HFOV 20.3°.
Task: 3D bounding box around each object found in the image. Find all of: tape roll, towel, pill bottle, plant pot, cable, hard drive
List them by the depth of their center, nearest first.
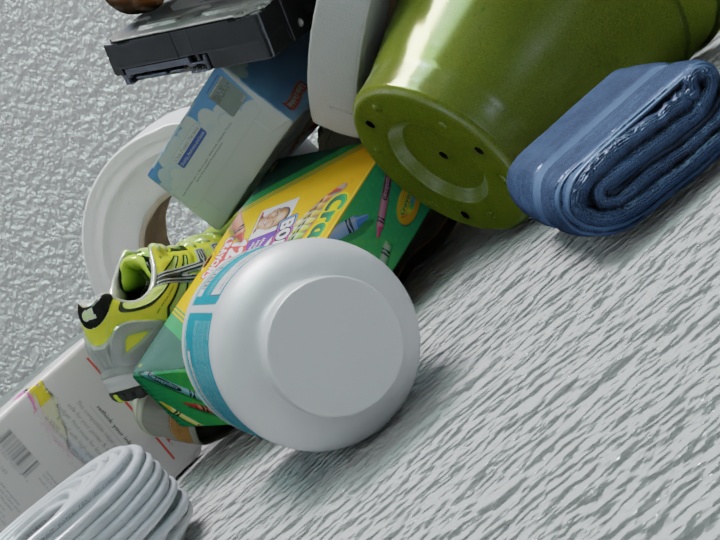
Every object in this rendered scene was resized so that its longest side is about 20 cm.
[{"bbox_3d":[0.138,-0.062,1.064,0.112,0.049,0.200,-40,7,0],"label":"towel"},{"bbox_3d":[-0.032,0.039,1.078,0.111,0.111,0.200,-41,7,-9],"label":"pill bottle"},{"bbox_3d":[-0.188,0.184,1.172,0.200,0.069,0.200,-33,10,48],"label":"cable"},{"bbox_3d":[0.097,-0.137,1.267,0.193,0.200,0.200,-54,12,-23],"label":"plant pot"},{"bbox_3d":[0.019,-0.184,1.327,0.203,0.037,0.204,19,-90,-77],"label":"tape roll"},{"bbox_3d":[-0.067,-0.192,1.387,0.139,0.038,0.200,-6,26,37],"label":"hard drive"},{"bbox_3d":[-0.112,-0.025,1.560,0.202,0.203,0.071,-38,8,19],"label":"tape roll"}]

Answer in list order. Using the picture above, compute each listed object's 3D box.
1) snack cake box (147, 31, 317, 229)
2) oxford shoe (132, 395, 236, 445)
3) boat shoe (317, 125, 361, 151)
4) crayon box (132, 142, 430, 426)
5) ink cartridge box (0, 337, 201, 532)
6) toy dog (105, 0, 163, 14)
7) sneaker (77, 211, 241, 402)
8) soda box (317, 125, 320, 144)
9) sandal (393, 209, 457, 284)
[{"bbox_3d":[-0.059,-0.128,1.440,0.115,0.067,0.200,-54,-2,36],"label":"snack cake box"},{"bbox_3d":[-0.068,0.060,1.403,0.058,0.075,0.200,25,48,39],"label":"oxford shoe"},{"bbox_3d":[0.040,-0.154,1.471,0.200,0.073,0.063,-49,13,15],"label":"boat shoe"},{"bbox_3d":[-0.047,0.008,1.309,0.119,0.058,0.200,-7,41,46],"label":"crayon box"},{"bbox_3d":[-0.196,0.126,1.403,0.200,0.117,0.067,-43,7,-33],"label":"ink cartridge box"},{"bbox_3d":[-0.106,-0.251,1.328,0.199,0.140,0.194,-15,0,20],"label":"toy dog"},{"bbox_3d":[-0.121,0.006,1.375,0.075,0.077,0.200,-15,23,32],"label":"sneaker"},{"bbox_3d":[0.055,-0.139,1.612,0.068,0.064,0.200,21,26,34],"label":"soda box"},{"bbox_3d":[0.000,0.000,1.393,0.082,0.055,0.200,-33,10,48],"label":"sandal"}]
